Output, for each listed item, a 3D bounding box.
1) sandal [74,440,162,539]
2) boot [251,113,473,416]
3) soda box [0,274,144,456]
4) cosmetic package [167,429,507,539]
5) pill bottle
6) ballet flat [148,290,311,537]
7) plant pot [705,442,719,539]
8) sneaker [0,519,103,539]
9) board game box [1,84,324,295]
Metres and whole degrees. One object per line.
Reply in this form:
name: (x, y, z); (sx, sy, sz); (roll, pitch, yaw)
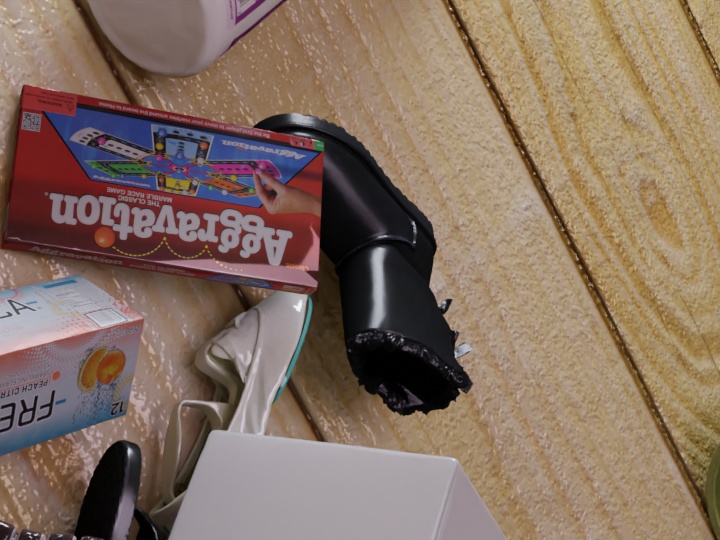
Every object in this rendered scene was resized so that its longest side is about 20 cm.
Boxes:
sandal: (-0.141, 0.200, 0.793); (0.047, 0.075, 0.203); (13, 77, -28)
boot: (-0.001, 0.000, 0.960); (0.198, 0.073, 0.164); (38, 32, -37)
soda box: (-0.211, 0.059, 0.745); (0.199, 0.063, 0.069); (-14, 126, -51)
cosmetic package: (-0.007, 0.220, 0.806); (0.201, 0.165, 0.168); (59, 43, -47)
pill bottle: (-0.089, -0.226, 0.950); (0.113, 0.112, 0.200); (56, 46, -16)
ballet flat: (-0.085, 0.084, 0.896); (0.069, 0.069, 0.202); (35, 57, -31)
plant pot: (0.445, 0.183, 1.311); (0.190, 0.198, 0.202); (-33, 101, -58)
sneaker: (-0.166, 0.181, 0.731); (0.198, 0.116, 0.076); (26, 61, -2)
board game box: (-0.120, -0.049, 0.878); (0.197, 0.019, 0.104); (9, 71, -19)
